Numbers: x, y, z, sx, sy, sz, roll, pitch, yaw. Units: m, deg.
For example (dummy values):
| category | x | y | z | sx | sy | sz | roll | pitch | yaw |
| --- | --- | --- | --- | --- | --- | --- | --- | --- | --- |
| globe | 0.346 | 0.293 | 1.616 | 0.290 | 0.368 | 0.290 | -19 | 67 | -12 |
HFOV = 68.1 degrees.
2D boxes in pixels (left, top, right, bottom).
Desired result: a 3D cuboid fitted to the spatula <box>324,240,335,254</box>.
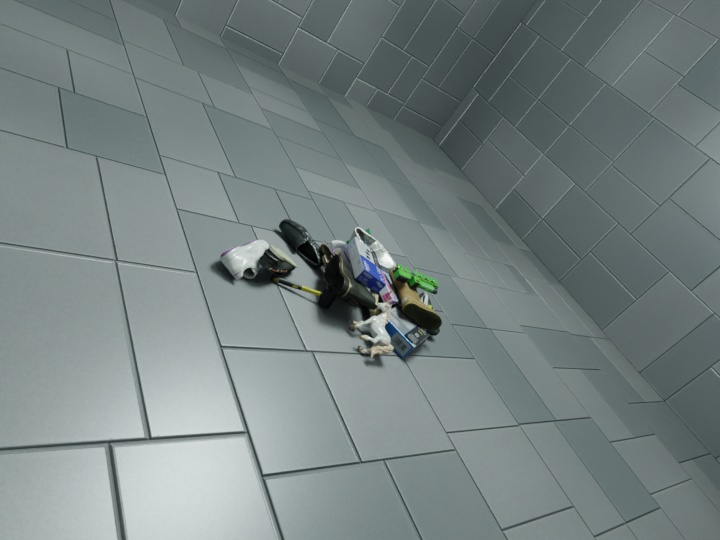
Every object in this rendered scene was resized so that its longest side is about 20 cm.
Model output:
| category | x | y | z | sx | sy | sz | roll | pitch | yaw |
| --- | --- | --- | --- | --- | --- | --- | --- | --- | --- |
| spatula | -0.072 | -0.009 | 1.691 | 0.057 | 0.021 | 0.200 | 56 | 12 | -70 |

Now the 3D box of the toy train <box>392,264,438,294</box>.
| category | x | y | z | sx | sy | sz | roll | pitch | yaw |
| --- | --- | --- | --- | --- | --- | --- | --- | --- | --- |
| toy train | 0.185 | 0.033 | 1.755 | 0.200 | 0.042 | 0.056 | 21 | 39 | -33 |

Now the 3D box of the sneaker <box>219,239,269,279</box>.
| category | x | y | z | sx | sy | sz | roll | pitch | yaw |
| --- | --- | --- | --- | --- | --- | --- | --- | --- | --- |
| sneaker | -0.316 | -0.027 | 1.506 | 0.100 | 0.075 | 0.200 | 59 | 27 | -1 |

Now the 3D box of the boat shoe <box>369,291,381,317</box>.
| category | x | y | z | sx | sy | sz | roll | pitch | yaw |
| --- | --- | --- | --- | --- | --- | --- | --- | --- | --- |
| boat shoe | 0.030 | 0.092 | 1.735 | 0.065 | 0.072 | 0.200 | -7 | 33 | 3 |

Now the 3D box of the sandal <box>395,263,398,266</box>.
| category | x | y | z | sx | sy | sz | roll | pitch | yaw |
| --- | --- | --- | --- | --- | --- | --- | --- | --- | --- |
| sandal | 0.120 | 0.011 | 1.955 | 0.070 | 0.078 | 0.212 | 39 | 10 | -42 |

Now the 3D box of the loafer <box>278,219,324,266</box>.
| category | x | y | z | sx | sy | sz | roll | pitch | yaw |
| --- | --- | --- | --- | --- | --- | --- | --- | --- | --- |
| loafer | -0.191 | -0.091 | 1.737 | 0.201 | 0.068 | 0.070 | 44 | 19 | 4 |

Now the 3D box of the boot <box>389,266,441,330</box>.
| category | x | y | z | sx | sy | sz | roll | pitch | yaw |
| --- | --- | --- | --- | --- | --- | --- | --- | --- | --- |
| boot | 0.184 | 0.089 | 1.772 | 0.175 | 0.066 | 0.200 | 39 | 20 | -30 |

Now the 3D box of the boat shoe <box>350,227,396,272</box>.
| category | x | y | z | sx | sy | sz | roll | pitch | yaw |
| --- | --- | --- | --- | --- | --- | --- | --- | --- | --- |
| boat shoe | 0.044 | -0.072 | 1.837 | 0.200 | 0.069 | 0.071 | 40 | 62 | 15 |

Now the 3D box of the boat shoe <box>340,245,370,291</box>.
| category | x | y | z | sx | sy | sz | roll | pitch | yaw |
| --- | --- | --- | --- | --- | --- | --- | --- | --- | --- |
| boat shoe | 0.000 | 0.000 | 1.739 | 0.071 | 0.072 | 0.200 | 7 | 50 | -38 |

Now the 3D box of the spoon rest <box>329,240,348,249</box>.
| category | x | y | z | sx | sy | sz | roll | pitch | yaw |
| --- | --- | --- | --- | --- | --- | --- | --- | --- | --- |
| spoon rest | -0.019 | -0.039 | 1.849 | 0.200 | 0.099 | 0.061 | 40 | 44 | 21 |

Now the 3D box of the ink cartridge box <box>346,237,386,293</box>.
| category | x | y | z | sx | sy | sz | roll | pitch | yaw |
| --- | --- | --- | --- | --- | --- | --- | --- | --- | --- |
| ink cartridge box | 0.016 | -0.018 | 1.654 | 0.094 | 0.044 | 0.200 | 35 | 21 | -27 |

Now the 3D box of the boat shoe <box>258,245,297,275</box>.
| category | x | y | z | sx | sy | sz | roll | pitch | yaw |
| --- | --- | --- | --- | --- | --- | --- | --- | --- | --- |
| boat shoe | -0.239 | -0.024 | 1.546 | 0.074 | 0.063 | 0.201 | 41 | 2 | 11 |

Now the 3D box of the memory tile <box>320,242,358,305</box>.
| category | x | y | z | sx | sy | sz | roll | pitch | yaw |
| --- | --- | --- | --- | --- | --- | --- | --- | --- | --- |
| memory tile | -0.067 | 0.010 | 1.724 | 0.153 | 0.017 | 0.200 | 33 | 32 | -41 |

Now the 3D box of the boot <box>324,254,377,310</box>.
| category | x | y | z | sx | sy | sz | roll | pitch | yaw |
| --- | --- | --- | --- | --- | --- | --- | --- | --- | --- |
| boot | -0.029 | 0.041 | 1.609 | 0.138 | 0.077 | 0.200 | 30 | 23 | -27 |

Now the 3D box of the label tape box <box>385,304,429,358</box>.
| category | x | y | z | sx | sy | sz | roll | pitch | yaw |
| --- | --- | --- | --- | --- | --- | --- | --- | --- | --- |
| label tape box | 0.144 | 0.185 | 1.719 | 0.143 | 0.066 | 0.200 | 45 | 29 | 13 |

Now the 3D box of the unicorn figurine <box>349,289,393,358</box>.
| category | x | y | z | sx | sy | sz | roll | pitch | yaw |
| --- | --- | --- | --- | --- | --- | --- | --- | --- | --- |
| unicorn figurine | 0.044 | 0.168 | 1.580 | 0.137 | 0.074 | 0.200 | -5 | 63 | -21 |

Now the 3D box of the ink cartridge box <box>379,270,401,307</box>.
| category | x | y | z | sx | sy | sz | roll | pitch | yaw |
| --- | --- | --- | --- | --- | --- | --- | --- | --- | --- |
| ink cartridge box | 0.097 | 0.065 | 1.777 | 0.120 | 0.042 | 0.200 | 64 | 11 | 16 |

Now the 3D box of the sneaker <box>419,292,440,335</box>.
| category | x | y | z | sx | sy | sz | roll | pitch | yaw |
| --- | --- | --- | --- | --- | --- | --- | --- | --- | --- |
| sneaker | 0.230 | 0.158 | 1.877 | 0.085 | 0.074 | 0.200 | 43 | 26 | -25 |

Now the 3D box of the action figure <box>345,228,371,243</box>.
| category | x | y | z | sx | sy | sz | roll | pitch | yaw |
| --- | --- | --- | --- | --- | --- | --- | --- | --- | --- |
| action figure | 0.019 | -0.042 | 1.903 | 0.055 | 0.118 | 0.200 | 27 | 35 | -46 |

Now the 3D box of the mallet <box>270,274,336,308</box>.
| category | x | y | z | sx | sy | sz | roll | pitch | yaw |
| --- | --- | --- | --- | --- | --- | --- | --- | --- | --- |
| mallet | -0.171 | 0.062 | 1.568 | 0.200 | 0.066 | 0.041 | 13 | 23 | -13 |
